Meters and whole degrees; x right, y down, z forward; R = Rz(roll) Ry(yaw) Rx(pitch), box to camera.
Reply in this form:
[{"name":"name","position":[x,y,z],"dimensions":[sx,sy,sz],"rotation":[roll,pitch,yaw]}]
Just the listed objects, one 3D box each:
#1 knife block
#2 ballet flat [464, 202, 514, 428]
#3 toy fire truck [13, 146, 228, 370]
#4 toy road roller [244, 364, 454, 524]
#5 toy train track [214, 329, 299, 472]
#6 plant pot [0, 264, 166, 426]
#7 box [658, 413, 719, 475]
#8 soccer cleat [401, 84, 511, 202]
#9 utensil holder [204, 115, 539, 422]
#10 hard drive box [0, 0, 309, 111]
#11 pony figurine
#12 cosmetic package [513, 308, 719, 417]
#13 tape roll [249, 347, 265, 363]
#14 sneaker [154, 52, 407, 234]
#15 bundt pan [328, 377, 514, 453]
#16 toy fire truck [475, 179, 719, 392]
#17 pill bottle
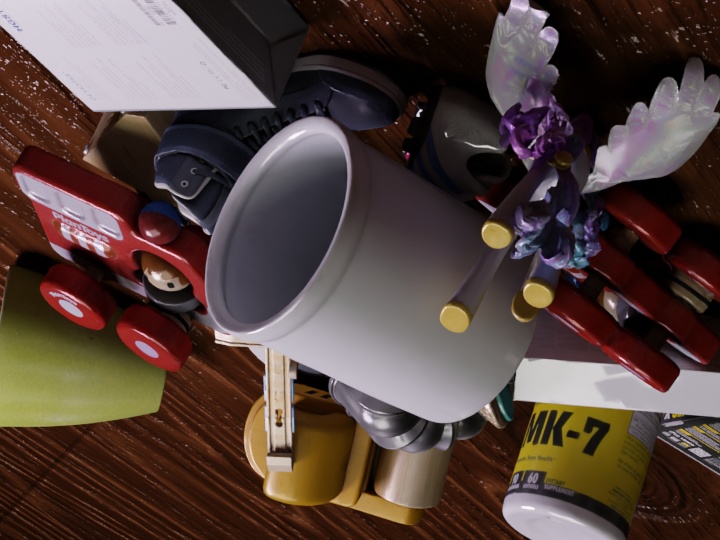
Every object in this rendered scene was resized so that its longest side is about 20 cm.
[{"name":"knife block","position":[-0.145,-0.095,1.515],"dimensions":[0.174,0.065,0.200],"rotation":[28,157,-16]},{"name":"ballet flat","position":[0.077,0.038,1.449],"dimensions":[0.065,0.202,0.070],"rotation":[-14,167,12]},{"name":"toy fire truck","position":[-0.192,-0.018,1.459],"dimensions":[0.198,0.113,0.168],"rotation":[25,157,18]},{"name":"toy road roller","position":[-0.016,0.175,1.675],"dimensions":[0.198,0.124,0.146],"rotation":[15,-164,9]},{"name":"toy train track","position":[-0.074,0.101,1.547],"dimensions":[0.113,0.033,0.202],"rotation":[3,121,4]},{"name":"plant pot","position":[-0.327,0.102,2.028],"dimensions":[0.197,0.189,0.187],"rotation":[9,160,-10]},{"name":"box","position":[0.392,0.164,1.635],"dimensions":[0.199,0.050,0.159],"rotation":[31,154,-20]},{"name":"soccer cleat","position":[0.069,-0.074,1.356],"dimensions":[0.085,0.070,0.200],"rotation":[21,158,1]},{"name":"utensil holder","position":[0.013,0.004,1.285],"dimensions":[0.199,0.172,0.169],"rotation":[27,159,-33]},{"name":"hard drive box","position":[-0.165,-0.193,1.290],"dimensions":[0.198,0.077,0.156],"rotation":[3,151,38]},{"name":"pony figurine","position":[0.135,-0.069,1.194],"dimensions":[0.165,0.201,0.194],"rotation":[27,143,4]},{"name":"cosmetic package","position":[0.229,0.077,1.461],"dimensions":[0.197,0.083,0.051],"rotation":[5,121,4]},{"name":"tape roll","position":[-0.018,0.068,1.765],"dimensions":[0.200,0.071,0.203],"rotation":[18,158,8]},{"name":"sneaker","position":[-0.069,-0.094,1.340],"dimensions":[0.200,0.147,0.077],"rotation":[6,152,30]},{"name":"bundt pan","position":[0.073,0.086,1.549],"dimensions":[0.202,0.201,0.076],"rotation":[49,-174,-49]},{"name":"toy fire truck","position":[0.196,-0.001,1.388],"dimensions":[0.199,0.113,0.168],"rotation":[35,-179,-33]},{"name":"pill bottle","position":[0.208,0.144,1.555],"dimensions":[0.113,0.202,0.115],"rotation":[18,158,7]}]
